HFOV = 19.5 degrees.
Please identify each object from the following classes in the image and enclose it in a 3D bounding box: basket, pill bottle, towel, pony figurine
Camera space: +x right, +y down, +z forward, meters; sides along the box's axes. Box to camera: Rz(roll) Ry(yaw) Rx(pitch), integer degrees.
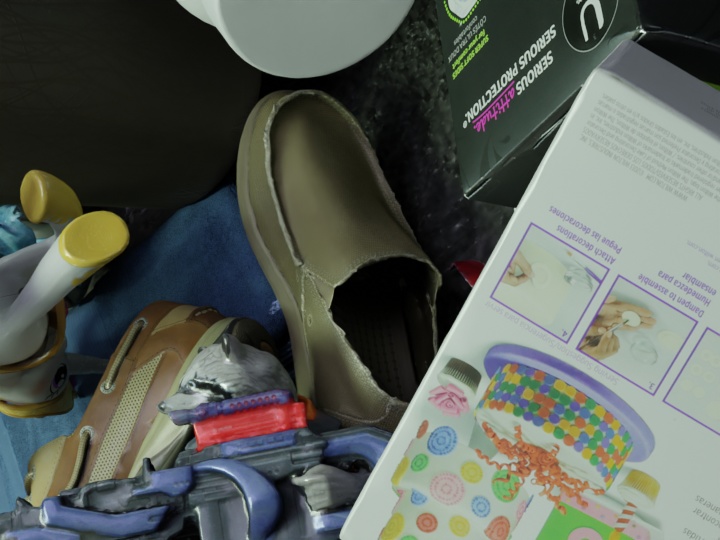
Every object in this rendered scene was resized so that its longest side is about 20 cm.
[{"bbox_3d":[-0.154,-0.104,0.959,0.136,0.199,0.182,25,100,47],"label":"basket"},{"bbox_3d":[-0.051,-0.176,0.920,0.116,0.115,0.200,-46,41,13],"label":"pill bottle"},{"bbox_3d":[-0.108,0.049,1.028,0.200,0.048,0.112,-39,52,19],"label":"towel"},{"bbox_3d":[-0.191,0.037,0.903,0.191,0.200,0.168,-18,68,-18],"label":"pony figurine"}]

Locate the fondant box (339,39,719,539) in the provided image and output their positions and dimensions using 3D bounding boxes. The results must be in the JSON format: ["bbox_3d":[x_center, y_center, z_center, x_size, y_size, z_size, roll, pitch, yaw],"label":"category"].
[{"bbox_3d":[0.101,0.044,0.728,0.143,0.058,0.201,30,112,6],"label":"fondant box"}]

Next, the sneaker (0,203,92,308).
[{"bbox_3d":[-0.180,-0.030,1.073,0.082,0.073,0.199,-60,26,-13],"label":"sneaker"}]

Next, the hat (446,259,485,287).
[{"bbox_3d":[0.131,0.065,0.854,0.165,0.176,0.201,-32,94,24],"label":"hat"}]

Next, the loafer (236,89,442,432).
[{"bbox_3d":[0.000,0.000,0.941,0.067,0.075,0.202,-41,58,46],"label":"loafer"}]

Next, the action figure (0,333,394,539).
[{"bbox_3d":[-0.062,0.125,0.875,0.198,0.105,0.196,-3,88,2],"label":"action figure"}]

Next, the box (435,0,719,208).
[{"bbox_3d":[0.119,-0.131,0.840,0.124,0.147,0.202,-42,46,49],"label":"box"}]

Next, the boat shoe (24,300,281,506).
[{"bbox_3d":[-0.111,0.104,0.935,0.073,0.076,0.201,24,76,29],"label":"boat shoe"}]
